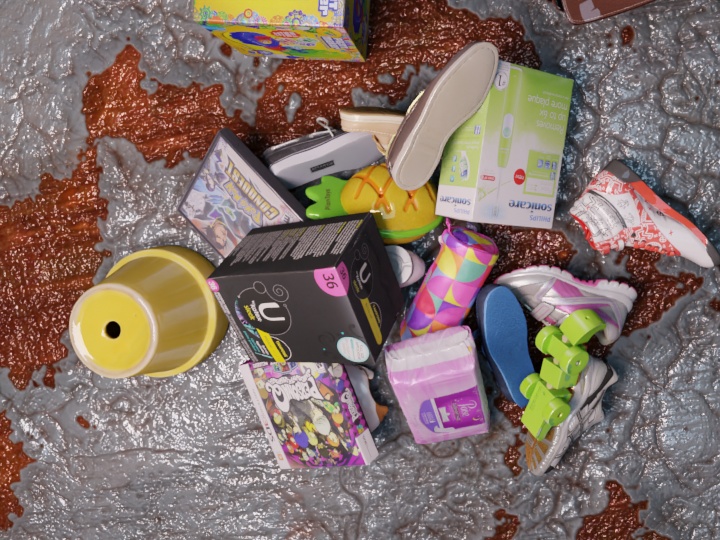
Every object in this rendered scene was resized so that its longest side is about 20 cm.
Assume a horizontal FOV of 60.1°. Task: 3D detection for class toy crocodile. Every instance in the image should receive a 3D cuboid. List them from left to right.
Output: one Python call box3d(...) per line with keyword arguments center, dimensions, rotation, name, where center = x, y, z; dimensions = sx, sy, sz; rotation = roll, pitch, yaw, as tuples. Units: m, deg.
box3d(center=(0.268, 0.142, 0.840), dimensions=(0.061, 0.068, 0.202), rotation=(-1, 116, -27), name="toy crocodile")

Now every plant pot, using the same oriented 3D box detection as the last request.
box3d(center=(-0.318, 0.070, 0.920), dimensions=(0.198, 0.189, 0.203), rotation=(1, 96, 9), name="plant pot")

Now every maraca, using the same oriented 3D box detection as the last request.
box3d(center=(0.022, -0.095, 0.879), dimensions=(0.197, 0.138, 0.108), rotation=(1, 133, -6), name="maraca")

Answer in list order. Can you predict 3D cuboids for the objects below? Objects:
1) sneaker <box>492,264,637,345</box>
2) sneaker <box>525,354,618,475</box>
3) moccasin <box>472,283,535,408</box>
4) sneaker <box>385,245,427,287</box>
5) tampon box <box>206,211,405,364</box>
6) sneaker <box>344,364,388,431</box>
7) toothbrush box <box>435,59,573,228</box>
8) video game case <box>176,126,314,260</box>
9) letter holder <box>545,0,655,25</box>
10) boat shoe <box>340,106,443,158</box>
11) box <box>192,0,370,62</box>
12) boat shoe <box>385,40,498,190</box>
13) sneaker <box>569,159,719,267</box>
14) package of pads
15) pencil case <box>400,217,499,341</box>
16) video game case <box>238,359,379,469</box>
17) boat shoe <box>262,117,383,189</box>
box3d(center=(0.282, 0.051, 0.871), dimensions=(0.198, 0.081, 0.089), rotation=(11, 74, 8), name="sneaker")
box3d(center=(0.309, 0.218, 0.904), dimensions=(0.087, 0.076, 0.202), rotation=(13, 110, -15), name="sneaker")
box3d(center=(0.193, 0.108, 0.882), dimensions=(0.080, 0.068, 0.202), rotation=(-25, 115, -17), name="moccasin")
box3d(center=(0.000, 0.000, 0.926), dimensions=(0.198, 0.080, 0.077), rotation=(3, 92, 28), name="sneaker")
box3d(center=(-0.067, 0.027, 0.822), dimensions=(0.198, 0.127, 0.151), rotation=(-5, 124, 30), name="tampon box")
box3d(center=(-0.034, 0.158, 0.961), dimensions=(0.084, 0.073, 0.201), rotation=(-33, 82, -23), name="sneaker")
box3d(center=(0.193, -0.165, 0.838), dimensions=(0.144, 0.086, 0.203), rotation=(3, 100, -30), name="toothbrush box")
box3d(center=(-0.169, -0.076, 0.919), dimensions=(0.200, 0.025, 0.181), rotation=(46, 132, 1), name="video game case")
box3d(center=(0.343, -0.408, 0.814), dimensions=(0.198, 0.101, 0.144), rotation=(-20, 95, 10), name="letter holder")
box3d(center=(0.059, -0.182, 0.856), dimensions=(0.198, 0.074, 0.070), rotation=(0, 112, -30), name="boat shoe")
box3d(center=(-0.094, -0.365, 0.830), dimensions=(0.190, 0.200, 0.124), rotation=(5, 97, 8), name="box")
box3d(center=(0.095, -0.198, 0.778), dimensions=(0.071, 0.060, 0.201), rotation=(17, 117, -33), name="boat shoe")
box3d(center=(0.388, -0.049, 0.866), dimensions=(0.201, 0.067, 0.108), rotation=(44, 101, 5), name="sneaker")
box3d(center=(0.113, 0.164, 0.872), dimensions=(0.119, 0.076, 0.201), rotation=(-13, 139, 9), name="package of pads")
box3d(center=(0.122, 0.030, 0.880), dimensions=(0.088, 0.088, 0.202), rotation=(23, 115, 5), name="pencil case")
box3d(center=(-0.083, 0.205, 0.929), dimensions=(0.199, 0.036, 0.183), rotation=(-18, 96, 42), name="video game case")
box3d(center=(-0.046, -0.181, 0.911), dimensions=(0.197, 0.074, 0.069), rotation=(-22, 64, 0), name="boat shoe")
